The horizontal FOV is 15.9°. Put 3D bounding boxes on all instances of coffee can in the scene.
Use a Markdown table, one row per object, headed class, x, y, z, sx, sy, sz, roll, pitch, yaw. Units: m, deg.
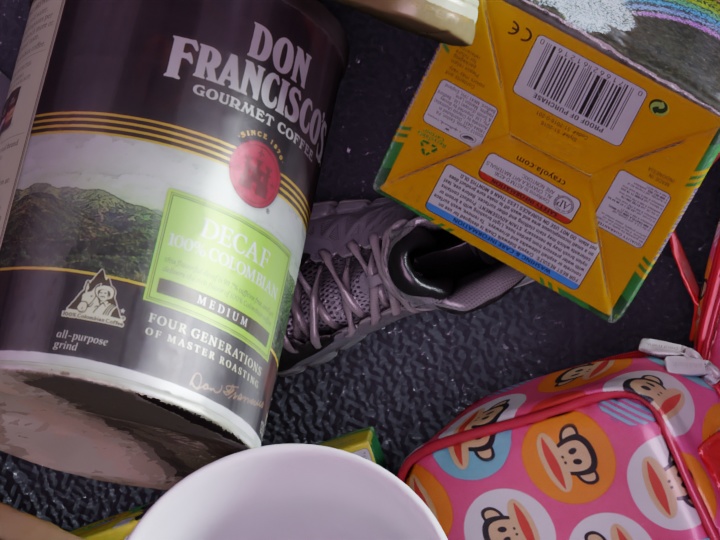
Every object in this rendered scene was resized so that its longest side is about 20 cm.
| class | x | y | z | sx | sy | sz | roll | pitch | yaw |
| --- | --- | --- | --- | --- | --- | --- | --- | --- | --- |
| coffee can | -0.095 | -0.022 | 1.127 | 0.146 | 0.146 | 0.200 | 10 | 70 | 3 |

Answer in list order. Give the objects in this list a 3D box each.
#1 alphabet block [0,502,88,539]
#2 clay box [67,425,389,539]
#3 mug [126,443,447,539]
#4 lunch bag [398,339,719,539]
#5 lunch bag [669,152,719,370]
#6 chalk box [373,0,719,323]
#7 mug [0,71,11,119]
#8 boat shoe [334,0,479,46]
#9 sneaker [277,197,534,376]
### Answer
| class | x | y | z | sx | sy | sz | roll | pitch | yaw |
| --- | --- | --- | --- | --- | --- | --- | --- | --- | --- |
| alphabet block | -0.229 | 0.214 | 1.126 | 0.196 | 0.200 | 0.196 | 24 | 120 | 11 |
| clay box | -0.069 | 0.161 | 1.224 | 0.200 | 0.048 | 0.115 | -19 | 95 | 6 |
| mug | -0.042 | 0.189 | 1.101 | 0.200 | 0.175 | 0.148 | -29 | 61 | -7 |
| lunch bag | 0.126 | 0.139 | 1.153 | 0.176 | 0.082 | 0.200 | -19 | 97 | 34 |
| lunch bag | 0.229 | -0.013 | 1.176 | 0.176 | 0.082 | 0.200 | 14 | 98 | 8 |
| chalk box | 0.109 | -0.100 | 1.137 | 0.125 | 0.200 | 0.124 | 29 | 129 | 3 |
| mug | -0.212 | -0.023 | 1.168 | 0.187 | 0.153 | 0.149 | 41 | 96 | 0 |
| boat shoe | 0.000 | -0.143 | 1.068 | 0.072 | 0.201 | 0.066 | 23 | 96 | -29 |
| sneaker | 0.000 | 0.000 | 1.172 | 0.200 | 0.115 | 0.075 | -21 | 93 | 5 |
